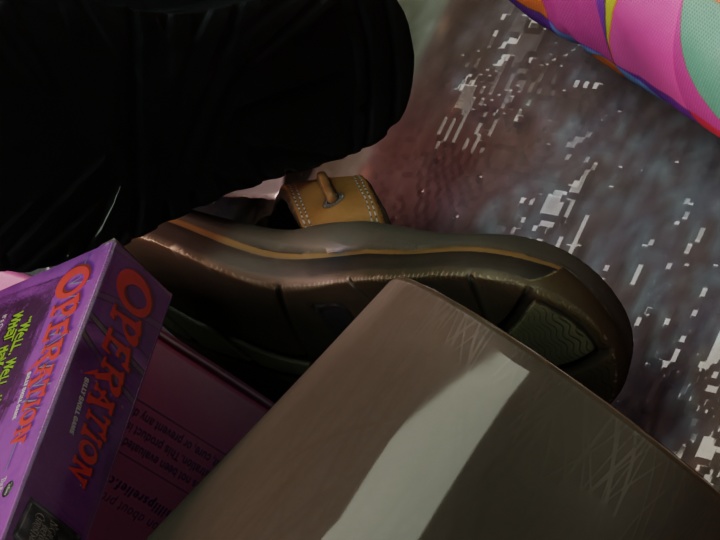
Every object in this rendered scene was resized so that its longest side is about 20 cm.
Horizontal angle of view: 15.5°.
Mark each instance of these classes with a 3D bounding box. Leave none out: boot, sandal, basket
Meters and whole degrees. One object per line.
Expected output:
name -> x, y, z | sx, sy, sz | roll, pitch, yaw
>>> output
boot -> -0.099, -0.056, 0.771 | 0.162, 0.198, 0.074 | 14, 113, 50
sandal -> 0.000, 0.000, 0.743 | 0.200, 0.082, 0.055 | 1, 47, 47
basket -> -0.006, 0.113, 0.626 | 0.180, 0.136, 0.200 | 31, 82, 38

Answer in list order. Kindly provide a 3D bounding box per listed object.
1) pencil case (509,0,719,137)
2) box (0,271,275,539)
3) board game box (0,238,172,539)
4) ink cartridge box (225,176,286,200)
pencil case -> 0.094, -0.088, 0.704 | 0.088, 0.088, 0.200 | -54, 39, 0
box -> -0.139, 0.099, 0.793 | 0.176, 0.097, 0.200 | 15, 75, 49
board game box -> -0.120, 0.088, 0.646 | 0.120, 0.032, 0.200 | -26, 33, 38
ink cartridge box -> -0.047, -0.122, 0.915 | 0.161, 0.050, 0.201 | 5, 85, 46
